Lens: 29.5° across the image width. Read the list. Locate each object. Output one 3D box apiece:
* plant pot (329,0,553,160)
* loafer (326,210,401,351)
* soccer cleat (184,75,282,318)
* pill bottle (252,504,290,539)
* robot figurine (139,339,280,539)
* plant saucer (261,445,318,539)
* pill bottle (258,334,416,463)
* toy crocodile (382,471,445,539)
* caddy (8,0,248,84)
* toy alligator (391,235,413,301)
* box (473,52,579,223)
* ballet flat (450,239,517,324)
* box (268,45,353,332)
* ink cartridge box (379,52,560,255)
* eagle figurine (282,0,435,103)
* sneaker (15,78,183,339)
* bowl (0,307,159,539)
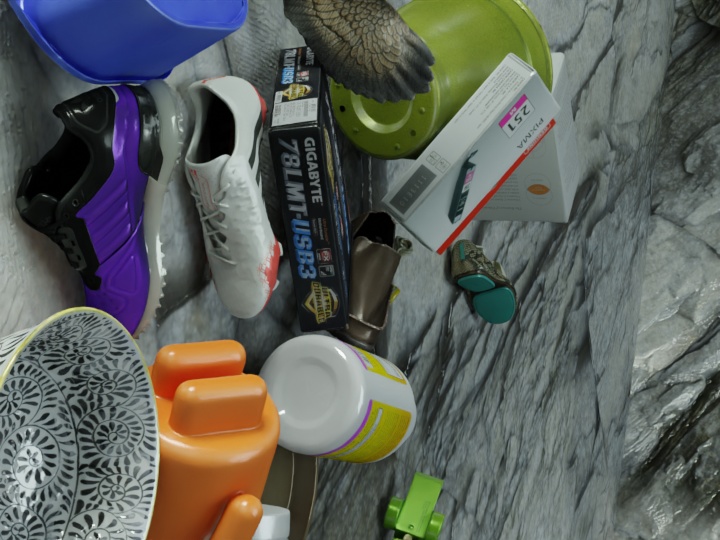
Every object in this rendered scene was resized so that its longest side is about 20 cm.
[{"bbox_3d":[0.072,-0.197,1.436,0.193,0.200,0.201,-26,117,-54],"label":"plant pot"},{"bbox_3d":[0.000,0.000,1.346,0.071,0.073,0.200,-53,-161,30],"label":"loafer"},{"bbox_3d":[-0.110,-0.061,1.118,0.085,0.069,0.200,1,87,-64],"label":"soccer cleat"},{"bbox_3d":[-0.104,0.290,1.095,0.112,0.112,0.200,13,79,-69],"label":"pill bottle"},{"bbox_3d":[-0.125,0.145,0.976,0.117,0.144,0.200,-46,158,-55],"label":"robot figurine"},{"bbox_3d":[-0.088,0.191,1.248,0.200,0.029,0.200,3,90,-70],"label":"plant saucer"},{"bbox_3d":[-0.013,0.123,1.255,0.200,0.104,0.104,30,64,-67],"label":"pill bottle"},{"bbox_3d":[0.053,0.327,1.584,0.062,0.067,0.200,95,11,-59],"label":"toy crocodile"},{"bbox_3d":[-0.164,-0.197,0.906,0.142,0.105,0.200,69,22,1],"label":"caddy"},{"bbox_3d":[0.007,0.020,1.454,0.054,0.059,0.200,-53,176,30],"label":"toy alligator"},{"bbox_3d":[0.196,-0.172,1.792,0.106,0.152,0.200,-67,152,-45],"label":"box"},{"bbox_3d":[0.170,0.008,1.877,0.200,0.068,0.075,45,35,-60],"label":"ballet flat"},{"bbox_3d":[-0.042,-0.078,1.238,0.199,0.050,0.200,-86,170,-62],"label":"box"},{"bbox_3d":[0.128,-0.104,1.412,0.200,0.044,0.174,-49,149,2],"label":"ink cartridge box"},{"bbox_3d":[-0.002,-0.259,1.182,0.200,0.151,0.152,59,11,19],"label":"eagle figurine"},{"bbox_3d":[-0.186,-0.035,0.923,0.099,0.070,0.200,-10,125,-34],"label":"sneaker"},{"bbox_3d":[-0.210,0.120,0.824,0.201,0.094,0.201,3,90,-70],"label":"bowl"}]
